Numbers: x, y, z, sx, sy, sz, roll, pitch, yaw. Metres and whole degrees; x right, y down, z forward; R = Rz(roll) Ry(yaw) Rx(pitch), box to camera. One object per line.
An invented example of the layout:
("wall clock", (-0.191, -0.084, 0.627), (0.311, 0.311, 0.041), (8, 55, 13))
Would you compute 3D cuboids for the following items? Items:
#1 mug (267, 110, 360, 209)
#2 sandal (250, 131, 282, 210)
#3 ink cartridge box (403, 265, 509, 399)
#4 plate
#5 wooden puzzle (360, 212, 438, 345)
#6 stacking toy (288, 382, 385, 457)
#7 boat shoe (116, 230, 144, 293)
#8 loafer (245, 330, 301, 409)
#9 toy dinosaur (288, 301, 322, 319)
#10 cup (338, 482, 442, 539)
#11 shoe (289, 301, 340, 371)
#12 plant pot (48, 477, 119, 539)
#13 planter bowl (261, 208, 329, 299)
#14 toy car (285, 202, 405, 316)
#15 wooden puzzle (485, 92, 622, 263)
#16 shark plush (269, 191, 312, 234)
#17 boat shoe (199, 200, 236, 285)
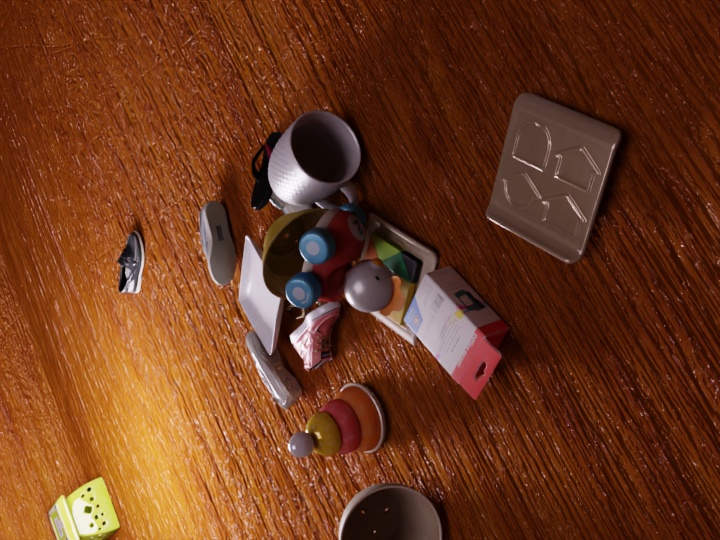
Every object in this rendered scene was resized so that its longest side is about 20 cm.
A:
("mug", (-0.084, -0.183, 1.593), (0.200, 0.148, 0.175), (45, 149, -9))
("sandal", (-0.197, -0.216, 1.706), (0.075, 0.045, 0.202), (-27, 41, 41))
("ink cartridge box", (0.172, 0.104, 1.405), (0.200, 0.067, 0.117), (49, 135, 30))
("plate", (-0.219, 0.054, 1.872), (0.201, 0.032, 0.201), (54, 143, 40))
("wooden puzzle", (0.055, 0.017, 1.547), (0.184, 0.037, 0.202), (34, 126, 40))
("stacking toy", (-0.061, 0.316, 1.647), (0.145, 0.198, 0.148), (17, 113, 47))
("boat shoe", (-0.675, -0.020, 2.407), (0.074, 0.066, 0.201), (42, 130, 35))
("loafer", (-0.210, 0.229, 1.908), (0.201, 0.069, 0.070), (56, 129, 23))
("toy dinosaur", (-0.116, 0.046, 1.750), (0.199, 0.058, 0.102), (-19, 85, 51))
("cup", (0.042, 0.500, 1.608), (0.143, 0.198, 0.203), (-179, 77, -76))
("shoe", (-0.080, 0.139, 1.728), (0.092, 0.071, 0.200), (63, 145, 14))
("plant pot", (-1.007, 0.891, 2.993), (0.199, 0.180, 0.202), (-43, 68, 47))
("planter bowl", (-0.127, -0.051, 1.623), (0.083, 0.199, 0.202), (41, 130, 39))
("toy car", (0.000, 0.000, 1.495), (0.198, 0.184, 0.178), (26, 118, 11))
("wooden puzzle", (0.284, -0.138, 1.220), (0.185, 0.046, 0.202), (35, 121, 39))
("shark plush", (-0.114, -0.107, 1.725), (0.201, 0.091, 0.083), (50, 161, 8))
("boat shoe", (-0.347, -0.065, 2.002), (0.071, 0.069, 0.204), (-5, 93, 62))
